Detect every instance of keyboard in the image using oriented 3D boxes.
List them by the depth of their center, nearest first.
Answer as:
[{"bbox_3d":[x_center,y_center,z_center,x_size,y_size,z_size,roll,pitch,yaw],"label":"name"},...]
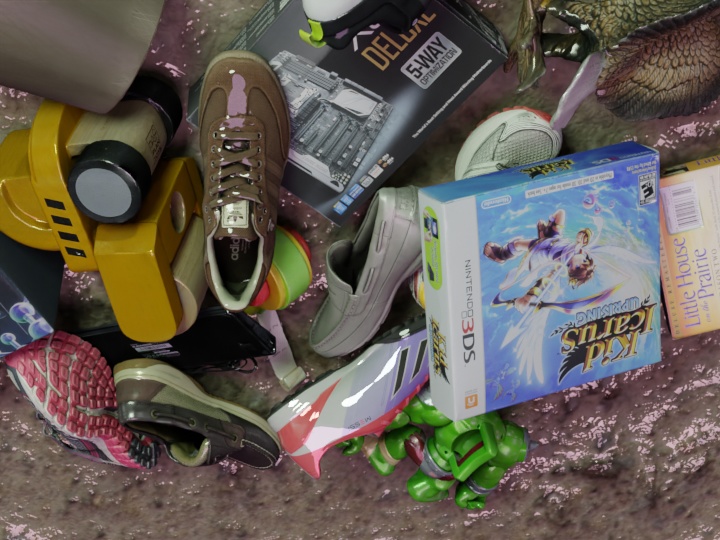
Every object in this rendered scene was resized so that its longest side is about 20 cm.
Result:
[{"bbox_3d":[-0.166,0.057,1.258,0.199,0.040,0.104,-8,145,26],"label":"keyboard"}]

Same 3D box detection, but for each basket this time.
[{"bbox_3d":[-0.246,-0.200,1.020,0.199,0.136,0.181,22,123,-25],"label":"basket"}]

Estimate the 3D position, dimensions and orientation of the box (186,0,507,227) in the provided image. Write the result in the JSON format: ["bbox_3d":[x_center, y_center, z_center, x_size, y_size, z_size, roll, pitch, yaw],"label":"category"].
[{"bbox_3d":[-0.012,-0.150,1.126,0.157,0.050,0.200,34,117,-25],"label":"box"}]

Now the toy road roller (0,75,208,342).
[{"bbox_3d":[-0.204,-0.047,1.147,0.145,0.123,0.201,-4,128,16],"label":"toy road roller"}]

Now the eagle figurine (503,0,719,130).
[{"bbox_3d":[0.212,-0.182,1.080,0.198,0.152,0.152,2,106,-1],"label":"eagle figurine"}]

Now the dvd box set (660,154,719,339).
[{"bbox_3d":[0.343,-0.033,1.234,0.198,0.029,0.147,-14,108,6],"label":"dvd box set"}]

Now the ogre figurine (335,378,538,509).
[{"bbox_3d":[0.075,0.155,1.335,0.120,0.098,0.200,-33,112,32],"label":"ogre figurine"}]

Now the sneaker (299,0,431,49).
[{"bbox_3d":[0.025,-0.210,1.025,0.199,0.072,0.083,-30,135,-36],"label":"sneaker"}]

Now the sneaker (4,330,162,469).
[{"bbox_3d":[-0.246,0.120,1.264,0.074,0.081,0.200,-5,146,23],"label":"sneaker"}]

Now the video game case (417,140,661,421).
[{"bbox_3d":[0.146,0.007,1.163,0.199,0.045,0.183,-14,114,-22],"label":"video game case"}]

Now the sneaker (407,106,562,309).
[{"bbox_3d":[0.104,-0.044,1.196,0.077,0.082,0.201,19,122,-19],"label":"sneaker"}]

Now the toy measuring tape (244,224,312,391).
[{"bbox_3d":[-0.065,0.028,1.236,0.073,0.074,0.201,-13,123,5],"label":"toy measuring tape"}]

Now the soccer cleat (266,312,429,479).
[{"bbox_3d":[0.019,0.098,1.257,0.199,0.068,0.073,-32,85,-5],"label":"soccer cleat"}]

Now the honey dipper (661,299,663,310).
[{"bbox_3d":[0.291,0.006,1.283,0.200,0.038,0.038,-37,122,16],"label":"honey dipper"}]

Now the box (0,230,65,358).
[{"bbox_3d":[-0.361,0.009,1.176,0.199,0.107,0.149,-26,124,13],"label":"box"}]

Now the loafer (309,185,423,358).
[{"bbox_3d":[0.000,0.000,1.217,0.069,0.070,0.200,16,133,-21],"label":"loafer"}]

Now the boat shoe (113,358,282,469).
[{"bbox_3d":[-0.146,0.142,1.297,0.073,0.065,0.200,-16,145,37],"label":"boat shoe"}]

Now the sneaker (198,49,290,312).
[{"bbox_3d":[-0.086,-0.062,1.103,0.070,0.076,0.201,-2,122,-4],"label":"sneaker"}]
